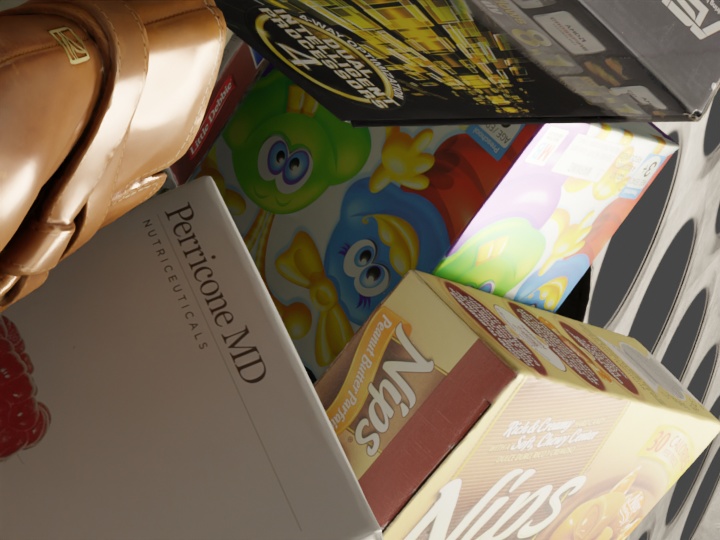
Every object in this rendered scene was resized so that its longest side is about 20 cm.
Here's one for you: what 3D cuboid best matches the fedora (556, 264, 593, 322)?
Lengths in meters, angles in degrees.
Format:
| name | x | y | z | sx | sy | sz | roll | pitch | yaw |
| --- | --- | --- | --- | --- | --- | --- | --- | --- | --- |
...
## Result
| name | x | y | z | sx | sy | sz | roll | pitch | yaw |
| --- | --- | --- | --- | --- | --- | --- | --- | --- | --- |
| fedora | 0.017 | 0.017 | 0.924 | 0.092 | 0.201 | 0.201 | -112 | -146 | -60 |

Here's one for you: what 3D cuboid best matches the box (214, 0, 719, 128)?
| name | x | y | z | sx | sy | sz | roll | pitch | yaw |
| --- | --- | --- | --- | --- | --- | --- | --- | --- | --- |
| box | -0.017 | -0.110 | 0.561 | 0.200 | 0.161 | 0.049 | 39 | 70 | -29 |

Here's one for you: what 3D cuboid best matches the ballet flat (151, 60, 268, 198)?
| name | x | y | z | sx | sy | sz | roll | pitch | yaw |
| --- | --- | --- | --- | --- | --- | --- | --- | --- | --- |
| ballet flat | -0.073 | -0.009 | 0.850 | 0.062 | 0.067 | 0.200 | -30 | 141 | -48 |

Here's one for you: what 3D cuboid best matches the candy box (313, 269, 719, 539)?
| name | x | y | z | sx | sy | sz | roll | pitch | yaw |
| --- | --- | --- | --- | --- | --- | --- | --- | --- | --- |
| candy box | 0.041 | 0.071 | 0.773 | 0.115 | 0.055 | 0.200 | -51 | 153 | 11 |

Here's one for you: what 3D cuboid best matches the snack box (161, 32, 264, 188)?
| name | x | y | z | sx | sy | sz | roll | pitch | yaw |
| --- | --- | --- | --- | --- | --- | --- | --- | --- | --- |
| snack box | -0.044 | -0.121 | 0.769 | 0.200 | 0.072 | 0.024 | -59 | 157 | -23 |

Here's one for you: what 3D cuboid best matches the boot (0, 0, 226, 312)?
| name | x | y | z | sx | sy | sz | roll | pitch | yaw |
| --- | --- | --- | --- | --- | --- | --- | --- | --- | --- |
| boot | -0.125 | 0.005 | 0.545 | 0.200 | 0.074 | 0.155 | -35 | 179 | 42 |

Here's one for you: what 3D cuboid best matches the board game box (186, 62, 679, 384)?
| name | x | y | z | sx | sy | sz | roll | pitch | yaw |
| --- | --- | --- | --- | --- | --- | --- | --- | --- | --- |
| board game box | 0.000 | 0.000 | 0.793 | 0.200 | 0.103 | 0.105 | -54 | 152 | 17 |

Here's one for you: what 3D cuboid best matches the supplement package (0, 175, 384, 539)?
| name | x | y | z | sx | sy | sz | roll | pitch | yaw |
| --- | --- | --- | --- | --- | --- | --- | --- | --- | --- |
| supplement package | -0.102 | 0.083 | 0.620 | 0.200 | 0.121 | 0.120 | -24 | 153 | -7 |

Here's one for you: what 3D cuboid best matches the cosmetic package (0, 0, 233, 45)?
| name | x | y | z | sx | sy | sz | roll | pitch | yaw |
| --- | --- | --- | --- | --- | --- | --- | --- | --- | --- |
| cosmetic package | -0.096 | -0.076 | 0.675 | 0.200 | 0.073 | 0.104 | -61 | 162 | -15 |
